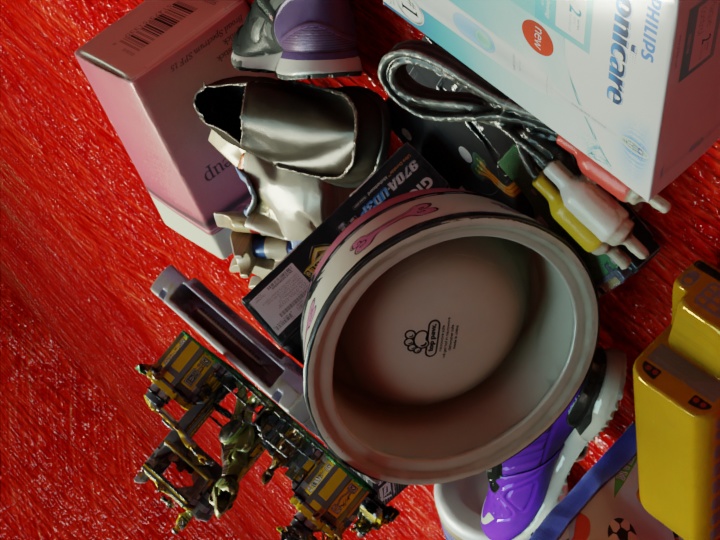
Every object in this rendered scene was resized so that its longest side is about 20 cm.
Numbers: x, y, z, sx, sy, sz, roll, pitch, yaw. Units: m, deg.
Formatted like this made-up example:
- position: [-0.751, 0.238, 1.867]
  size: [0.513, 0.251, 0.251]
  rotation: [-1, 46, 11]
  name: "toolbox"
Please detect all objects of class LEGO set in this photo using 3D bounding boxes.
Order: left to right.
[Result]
- position: [-0.085, 0.146, 0.951]
  size: [0.200, 0.116, 0.154]
  rotation: [39, 175, 8]
  name: "LEGO set"

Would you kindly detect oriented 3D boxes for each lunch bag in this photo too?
- position: [0.203, 0.230, 1.033]
  size: [0.123, 0.170, 0.201]
  rotation: [12, 139, 55]
  name: "lunch bag"

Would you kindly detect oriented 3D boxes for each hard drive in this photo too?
- position: [0.101, -0.064, 0.928]
  size: [0.200, 0.038, 0.140]
  rotation: [51, 162, 5]
  name: "hard drive"

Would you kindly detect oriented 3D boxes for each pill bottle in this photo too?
- position: [0.140, 0.247, 1.287]
  size: [0.119, 0.119, 0.201]
  rotation: [37, 157, 36]
  name: "pill bottle"

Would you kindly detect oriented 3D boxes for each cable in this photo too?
- position: [0.096, -0.081, 0.820]
  size: [0.199, 0.050, 0.097]
  rotation: [32, 146, 6]
  name: "cable"

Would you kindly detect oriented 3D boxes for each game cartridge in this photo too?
- position: [-0.064, 0.075, 1.034]
  size: [0.200, 0.039, 0.130]
  rotation: [35, 177, 45]
  name: "game cartridge"

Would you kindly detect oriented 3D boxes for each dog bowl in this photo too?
- position: [0.050, 0.037, 0.898]
  size: [0.201, 0.199, 0.074]
  rotation: [65, 177, -35]
  name: "dog bowl"

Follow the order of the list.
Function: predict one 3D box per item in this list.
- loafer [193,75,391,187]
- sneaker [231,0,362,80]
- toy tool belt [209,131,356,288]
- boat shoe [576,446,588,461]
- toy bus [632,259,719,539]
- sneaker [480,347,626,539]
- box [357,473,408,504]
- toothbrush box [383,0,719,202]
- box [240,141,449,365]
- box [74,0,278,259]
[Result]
- position: [-0.055, -0.102, 1.012]
  size: [0.199, 0.071, 0.074]
  rotation: [15, 102, 49]
  name: "loafer"
- position: [-0.046, -0.191, 1.027]
  size: [0.200, 0.075, 0.088]
  rotation: [-153, 59, -66]
  name: "sneaker"
- position: [-0.060, -0.037, 1.170]
  size: [0.122, 0.125, 0.201]
  rotation: [9, 129, 20]
  name: "toy tool belt"
- position: [0.129, 0.075, 1.073]
  size: [0.062, 0.071, 0.201]
  rotation: [24, 148, 41]
  name: "boat shoe"
- position: [0.216, 0.087, 0.872]
  size: [0.065, 0.078, 0.201]
  rotation: [38, 157, 35]
  name: "toy bus"
- position: [0.113, 0.119, 1.031]
  size: [0.099, 0.070, 0.201]
  rotation: [17, 126, -9]
  name: "sneaker"
- position: [0.052, 0.100, 1.158]
  size: [0.044, 0.160, 0.201]
  rotation: [41, 158, 26]
  name: "box"
- position: [0.101, -0.154, 0.688]
  size: [0.200, 0.085, 0.147]
  rotation: [41, 159, 26]
  name: "toothbrush box"
- position: [0.000, 0.000, 1.022]
  size: [0.046, 0.159, 0.200]
  rotation: [46, 177, 13]
  name: "box"
- position: [-0.138, -0.134, 1.221]
  size: [0.109, 0.128, 0.201]
  rotation: [30, 153, 46]
  name: "box"
